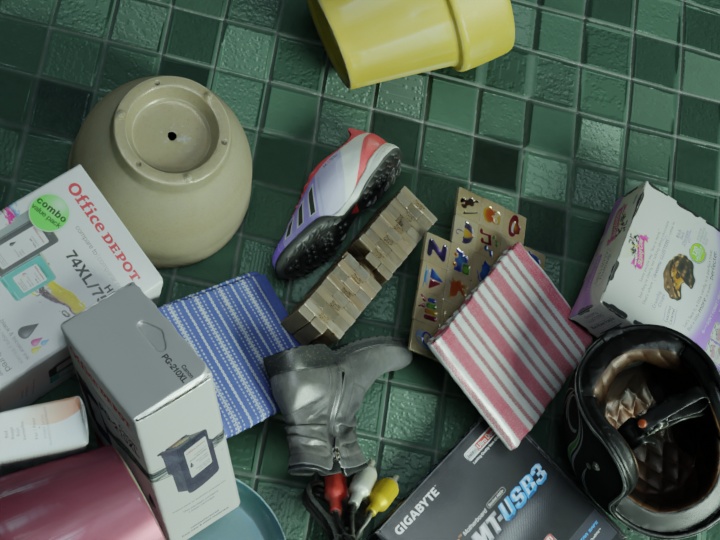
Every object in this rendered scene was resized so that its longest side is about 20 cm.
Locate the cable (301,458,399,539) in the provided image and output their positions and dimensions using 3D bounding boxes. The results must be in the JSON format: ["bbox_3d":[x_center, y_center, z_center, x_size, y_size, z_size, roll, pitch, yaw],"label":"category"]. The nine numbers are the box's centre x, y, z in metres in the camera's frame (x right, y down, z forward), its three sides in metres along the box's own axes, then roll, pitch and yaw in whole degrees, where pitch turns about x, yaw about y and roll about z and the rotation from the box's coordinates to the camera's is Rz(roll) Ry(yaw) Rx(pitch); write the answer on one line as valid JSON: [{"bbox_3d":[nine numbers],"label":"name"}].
[{"bbox_3d":[-0.015,0.244,1.318,0.096,0.200,0.051,12,111,0],"label":"cable"}]

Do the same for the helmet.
[{"bbox_3d":[0.302,0.170,1.402,0.198,0.191,0.202,-8,51,11],"label":"helmet"}]

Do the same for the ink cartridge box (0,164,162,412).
[{"bbox_3d":[-0.316,0.027,1.312,0.199,0.146,0.147,-35,83,-22],"label":"ink cartridge box"}]

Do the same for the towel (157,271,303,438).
[{"bbox_3d":[-0.119,0.080,1.353,0.146,0.024,0.200,58,29,7],"label":"towel"}]

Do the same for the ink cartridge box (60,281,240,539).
[{"bbox_3d":[-0.192,0.135,1.255,0.084,0.201,0.145,-30,51,-22],"label":"ink cartridge box"}]

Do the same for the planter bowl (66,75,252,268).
[{"bbox_3d":[-0.200,-0.120,1.401,0.198,0.135,0.202,5,69,-13],"label":"planter bowl"}]

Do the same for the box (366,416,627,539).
[{"bbox_3d":[0.143,0.276,1.400,0.199,0.050,0.200,47,66,3],"label":"box"}]

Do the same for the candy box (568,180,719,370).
[{"bbox_3d":[0.352,0.028,1.510,0.199,0.071,0.169,32,64,-10],"label":"candy box"}]

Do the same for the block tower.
[{"bbox_3d":[0.000,0.000,1.438,0.054,0.058,0.200,44,61,-7],"label":"block tower"}]

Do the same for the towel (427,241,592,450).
[{"bbox_3d":[0.161,0.077,1.443,0.147,0.030,0.200,51,50,-9],"label":"towel"}]

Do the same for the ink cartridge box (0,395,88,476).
[{"bbox_3d":[-0.354,0.165,1.247,0.198,0.162,0.051,-7,78,-16],"label":"ink cartridge box"}]

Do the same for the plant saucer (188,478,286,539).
[{"bbox_3d":[-0.167,0.294,1.324,0.198,0.027,0.202,4,71,-13],"label":"plant saucer"}]

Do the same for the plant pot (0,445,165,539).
[{"bbox_3d":[-0.272,0.254,1.211,0.178,0.200,0.201,-27,80,-16],"label":"plant pot"}]

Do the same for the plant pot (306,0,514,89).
[{"bbox_3d":[0.046,-0.298,1.506,0.187,0.201,0.202,-26,79,-4],"label":"plant pot"}]

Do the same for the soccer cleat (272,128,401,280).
[{"bbox_3d":[-0.039,-0.073,1.472,0.073,0.068,0.200,32,68,24],"label":"soccer cleat"}]

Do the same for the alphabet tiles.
[{"bbox_3d":[0.132,0.017,1.477,0.166,0.008,0.202,22,65,-29],"label":"alphabet tiles"}]

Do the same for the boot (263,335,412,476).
[{"bbox_3d":[-0.014,0.140,1.375,0.199,0.070,0.133,-6,78,-43],"label":"boot"}]
